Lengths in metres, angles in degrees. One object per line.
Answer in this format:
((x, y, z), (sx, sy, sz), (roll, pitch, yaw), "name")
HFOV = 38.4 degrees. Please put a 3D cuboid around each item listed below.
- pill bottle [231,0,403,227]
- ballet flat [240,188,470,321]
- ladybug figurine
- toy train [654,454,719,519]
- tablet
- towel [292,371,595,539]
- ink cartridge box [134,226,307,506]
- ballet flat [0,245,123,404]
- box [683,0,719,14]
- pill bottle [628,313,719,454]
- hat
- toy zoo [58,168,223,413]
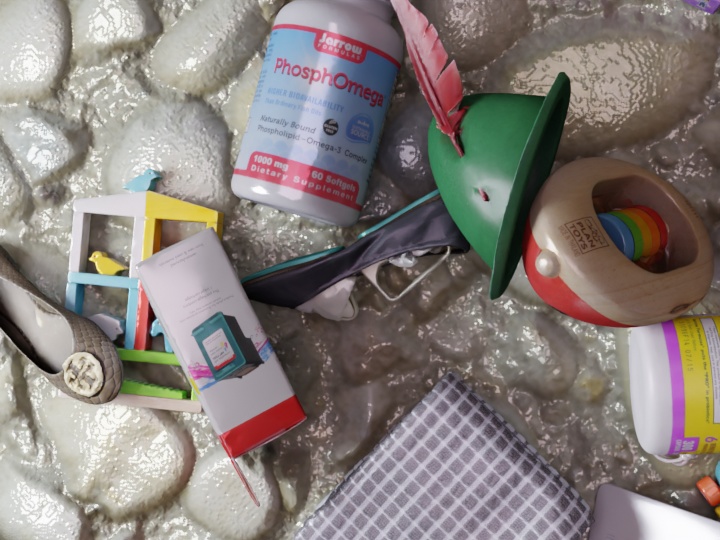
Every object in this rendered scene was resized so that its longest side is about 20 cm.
((-0.028, -0.143, 0.822), (0.108, 0.109, 0.202), (15, 91, 8), "pill bottle")
((0.000, 0.000, 0.836), (0.198, 0.073, 0.074), (-24, 85, 4), "ballet flat")
((0.185, -0.015, 0.765), (0.072, 0.199, 0.137), (-44, 65, 41), "ladybug figurine")
((0.274, 0.223, 0.797), (0.148, 0.056, 0.202), (6, 90, 8), "toy train")
((0.216, 0.278, 0.788), (0.129, 0.014, 0.202), (12, 90, 46), "tablet")
((0.060, 0.205, 0.812), (0.165, 0.086, 0.200), (43, 94, 8), "towel")
((-0.104, 0.072, 0.809), (0.067, 0.116, 0.201), (-27, 95, -11), "ink cartridge box")
((-0.277, 0.041, 0.865), (0.200, 0.046, 0.068), (41, 103, 17), "ballet flat")
((0.228, -0.313, 0.827), (0.199, 0.039, 0.138), (29, 92, 7), "box")
((0.307, 0.082, 0.772), (0.198, 0.104, 0.106), (-3, 88, 8), "pill bottle")
((0.055, -0.099, 0.790), (0.174, 0.166, 0.202), (19, 73, 13), "hat")
((-0.187, 0.014, 0.883), (0.130, 0.020, 0.202), (5, 89, 8), "toy zoo")
